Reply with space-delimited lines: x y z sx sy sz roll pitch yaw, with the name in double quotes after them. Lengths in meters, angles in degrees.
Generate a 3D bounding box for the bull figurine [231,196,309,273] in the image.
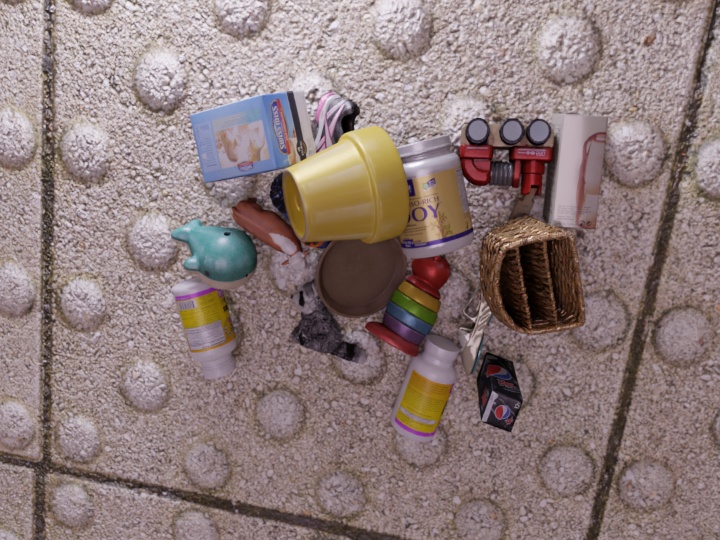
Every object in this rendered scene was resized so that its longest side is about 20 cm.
-0.169 -0.078 1.345 0.198 0.122 0.066 38 106 -2 "bull figurine"

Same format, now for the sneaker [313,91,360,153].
-0.050 -0.238 1.299 0.085 0.079 0.207 17 107 32 "sneaker"

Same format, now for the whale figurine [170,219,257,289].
-0.297 -0.053 1.353 0.198 0.158 0.106 35 135 22 "whale figurine"

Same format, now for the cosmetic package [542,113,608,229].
0.401 -0.188 1.253 0.084 0.104 0.207 3 105 5 "cosmetic package"

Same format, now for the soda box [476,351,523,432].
0.271 0.235 1.315 0.062 0.200 0.073 18 105 2 "soda box"

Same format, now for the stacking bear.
0.113 0.057 1.345 0.112 0.121 0.204 29 93 27 "stacking bear"

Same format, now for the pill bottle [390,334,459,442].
0.138 0.242 1.384 0.101 0.104 0.205 19 105 3 "pill bottle"

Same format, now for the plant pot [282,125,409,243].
-0.035 -0.139 1.198 0.184 0.200 0.207 -16 102 -20 "plant pot"

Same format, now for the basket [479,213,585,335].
0.315 0.021 1.247 0.140 0.149 0.205 -23 117 -16 "basket"

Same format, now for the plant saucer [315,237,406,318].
0.000 0.000 1.348 0.194 0.030 0.206 -9 118 -17 "plant saucer"

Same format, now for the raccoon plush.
-0.061 0.102 1.410 0.196 0.096 0.138 20 92 -28 "raccoon plush"

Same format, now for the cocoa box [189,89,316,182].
-0.205 -0.253 1.269 0.195 0.130 0.138 -4 103 35 "cocoa box"

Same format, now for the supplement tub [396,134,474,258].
0.128 -0.139 1.251 0.141 0.146 0.206 -12 100 10 "supplement tub"

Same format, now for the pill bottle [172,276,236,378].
-0.323 0.119 1.412 0.101 0.104 0.206 -11 102 10 "pill bottle"

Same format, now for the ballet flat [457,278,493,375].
0.233 0.110 1.363 0.068 0.069 0.206 20 96 2 "ballet flat"

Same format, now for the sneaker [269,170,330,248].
-0.119 -0.117 1.333 0.074 0.078 0.203 -33 64 8 "sneaker"

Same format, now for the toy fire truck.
0.274 -0.178 1.276 0.170 0.129 0.207 2 93 7 "toy fire truck"
